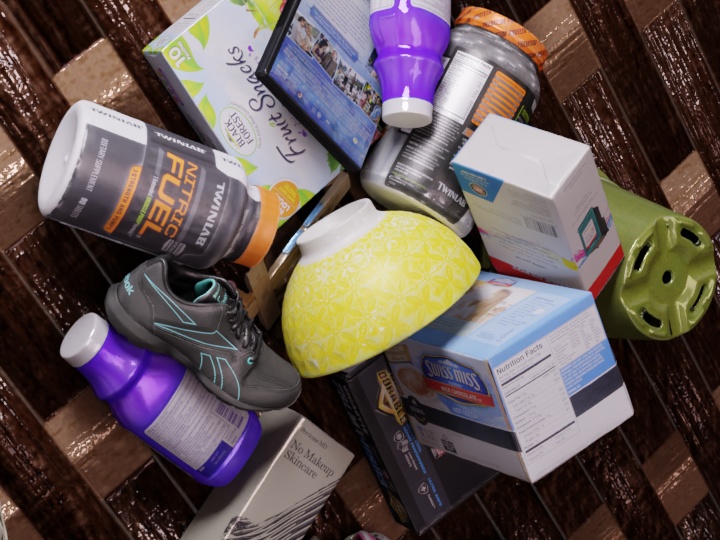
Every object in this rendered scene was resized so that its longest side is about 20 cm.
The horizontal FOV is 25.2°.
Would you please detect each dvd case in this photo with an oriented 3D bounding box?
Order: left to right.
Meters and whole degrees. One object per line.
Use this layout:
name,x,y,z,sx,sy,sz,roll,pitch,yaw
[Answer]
dvd case,-0.017,-0.211,1.478,0.143,0.017,0.201,43,54,-35

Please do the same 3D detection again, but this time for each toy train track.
toy train track,-0.078,-0.017,1.512,0.201,0.032,0.115,-54,158,-20

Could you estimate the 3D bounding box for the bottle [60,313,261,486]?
bottle,-0.181,0.114,1.452,0.200,0.065,0.084,40,76,-29

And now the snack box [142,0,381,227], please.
snack box,-0.088,-0.162,1.476,0.142,0.053,0.201,-42,116,-17

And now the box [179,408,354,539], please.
box,-0.098,0.232,1.529,0.082,0.068,0.201,37,80,-30

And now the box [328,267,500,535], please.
box,0.086,0.130,1.635,0.198,0.050,0.201,-33,114,-21

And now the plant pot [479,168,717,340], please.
plant pot,0.254,-0.005,1.628,0.198,0.190,0.202,-6,103,-30

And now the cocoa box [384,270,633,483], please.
cocoa box,0.132,0.093,1.511,0.133,0.199,0.132,-30,110,-23

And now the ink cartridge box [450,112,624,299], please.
ink cartridge box,0.171,-0.044,1.498,0.067,0.116,0.201,-52,142,-20

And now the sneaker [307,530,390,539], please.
sneaker,0.022,0.305,1.603,0.198,0.081,0.089,4,94,-27

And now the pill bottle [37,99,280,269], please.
pill bottle,-0.170,-0.066,1.400,0.199,0.106,0.107,19,89,-24

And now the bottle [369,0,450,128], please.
bottle,0.046,-0.234,1.489,0.083,0.065,0.202,19,69,-53

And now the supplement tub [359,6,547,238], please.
supplement tub,0.094,-0.143,1.548,0.122,0.122,0.201,33,81,-31

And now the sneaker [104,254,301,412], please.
sneaker,-0.125,0.057,1.412,0.199,0.076,0.079,31,119,-24

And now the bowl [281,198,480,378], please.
bowl,0.000,0.000,1.484,0.199,0.200,0.108,-35,103,-21

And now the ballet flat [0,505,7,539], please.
ballet flat,-0.340,0.200,1.384,0.067,0.062,0.202,-16,107,-27
